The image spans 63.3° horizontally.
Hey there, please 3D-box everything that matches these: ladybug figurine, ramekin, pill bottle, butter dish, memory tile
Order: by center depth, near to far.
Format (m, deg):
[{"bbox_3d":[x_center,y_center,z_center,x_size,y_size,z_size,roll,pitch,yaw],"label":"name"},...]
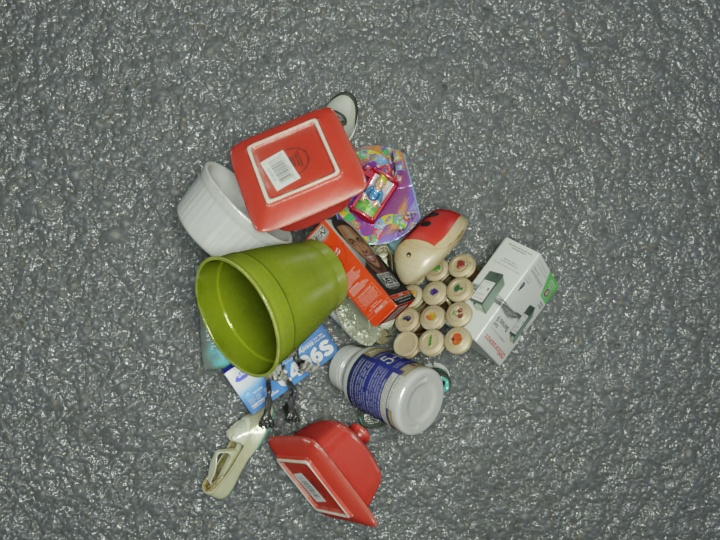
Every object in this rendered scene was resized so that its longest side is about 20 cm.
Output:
[{"bbox_3d":[-0.099,-0.148,1.009,0.199,0.148,0.200,-23,63,-2],"label":"butter dish"},{"bbox_3d":[-0.225,-0.088,1.031,0.200,0.200,0.098,45,101,-5],"label":"ramekin"},{"bbox_3d":[0.039,0.204,1.051,0.120,0.200,0.120,-13,109,-40],"label":"pill bottle"},{"bbox_3d":[-0.040,0.343,1.067,0.148,0.199,0.200,-42,100,-35],"label":"butter dish"},{"bbox_3d":[0.125,-0.053,1.075,0.072,0.136,0.200,47,46,-2],"label":"ladybug figurine"},{"bbox_3d":[0.137,0.065,1.087,0.153,0.017,0.200,-9,59,29],"label":"memory tile"}]

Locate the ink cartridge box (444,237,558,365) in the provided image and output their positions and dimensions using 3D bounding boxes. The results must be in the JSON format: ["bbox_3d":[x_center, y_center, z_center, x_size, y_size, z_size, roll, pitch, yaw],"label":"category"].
[{"bbox_3d":[0.270,0.063,1.109,0.200,0.084,0.146,-53,138,-4],"label":"ink cartridge box"}]

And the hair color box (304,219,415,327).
[{"bbox_3d":[0.000,0.000,1.042,0.061,0.101,0.200,-46,77,20],"label":"hair color box"}]

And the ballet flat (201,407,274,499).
[{"bbox_3d":[-0.232,0.332,1.087,0.069,0.069,0.200,28,86,-6],"label":"ballet flat"}]

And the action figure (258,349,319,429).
[{"bbox_3d":[-0.133,0.169,1.019,0.119,0.102,0.200,1,88,-34],"label":"action figure"}]

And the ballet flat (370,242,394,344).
[{"bbox_3d":[0.038,0.045,1.119,0.068,0.075,0.200,-1,90,-14],"label":"ballet flat"}]

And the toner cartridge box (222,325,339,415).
[{"bbox_3d":[-0.147,0.169,1.091,0.200,0.043,0.095,-35,100,-17],"label":"toner cartridge box"}]

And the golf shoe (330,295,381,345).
[{"bbox_3d":[-0.039,0.060,1.103,0.078,0.097,0.200,-36,86,-24],"label":"golf shoe"}]

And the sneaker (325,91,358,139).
[{"bbox_3d":[-0.061,-0.251,1.109,0.074,0.079,0.200,29,85,-4],"label":"sneaker"}]

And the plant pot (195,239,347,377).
[{"bbox_3d":[-0.130,0.039,0.952,0.193,0.200,0.201,-29,94,-42],"label":"plant pot"}]

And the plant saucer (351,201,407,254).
[{"bbox_3d":[0.049,-0.104,1.151,0.070,0.019,0.200,-40,93,-5],"label":"plant saucer"}]

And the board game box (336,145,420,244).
[{"bbox_3d":[0.023,-0.150,1.107,0.158,0.039,0.200,-13,78,0],"label":"board game box"}]

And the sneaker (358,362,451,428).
[{"bbox_3d":[0.087,0.241,1.117,0.200,0.091,0.078,-30,92,-6],"label":"sneaker"}]

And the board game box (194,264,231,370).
[{"bbox_3d":[-0.238,0.083,1.111,0.135,0.028,0.200,-5,91,-6],"label":"board game box"}]

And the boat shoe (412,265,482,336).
[{"bbox_3d":[0.169,0.064,1.135,0.202,0.075,0.075,-41,94,-5],"label":"boat shoe"}]
